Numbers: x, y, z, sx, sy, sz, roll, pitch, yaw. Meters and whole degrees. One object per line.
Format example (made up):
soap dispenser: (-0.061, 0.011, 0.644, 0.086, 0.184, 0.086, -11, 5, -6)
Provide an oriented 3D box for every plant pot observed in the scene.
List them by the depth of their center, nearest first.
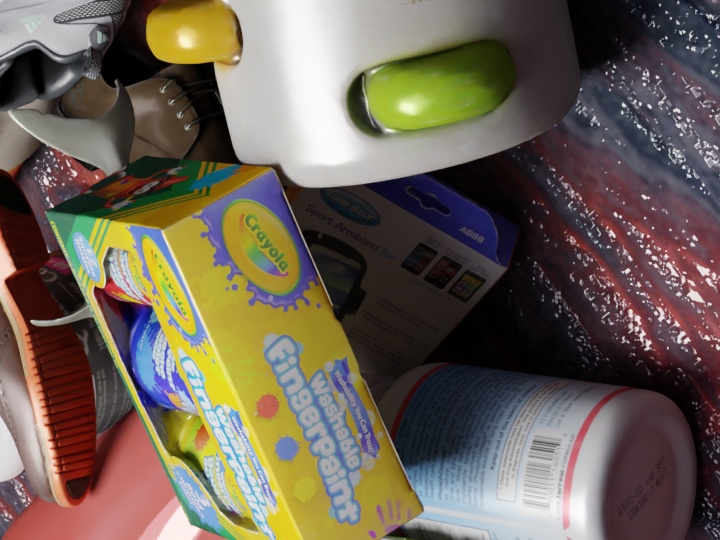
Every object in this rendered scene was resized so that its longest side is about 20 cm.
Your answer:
plant pot: (-0.095, 0.160, 1.698, 0.200, 0.200, 0.177, 48, 125, 16)

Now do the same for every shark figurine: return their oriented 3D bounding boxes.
shark figurine: (-0.149, -0.004, 1.599, 0.214, 0.089, 0.128, 94, 153, -63)

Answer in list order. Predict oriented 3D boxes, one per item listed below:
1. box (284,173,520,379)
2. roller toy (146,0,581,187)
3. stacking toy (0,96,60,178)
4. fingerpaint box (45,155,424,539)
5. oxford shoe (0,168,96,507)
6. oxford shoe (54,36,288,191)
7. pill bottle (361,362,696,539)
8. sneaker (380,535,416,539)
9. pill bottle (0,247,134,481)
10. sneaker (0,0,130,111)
box: (0.000, 0.000, 1.590, 0.119, 0.041, 0.200, 30, 133, -10)
roller toy: (0.011, -0.131, 1.448, 0.200, 0.182, 0.140, -2, 107, 35)
stacking toy: (-0.267, -0.068, 1.815, 0.146, 0.146, 0.200, 44, 152, 20)
fingerpaint box: (-0.069, 0.046, 1.483, 0.167, 0.073, 0.200, 10, 127, 62)
oxford shoe: (-0.208, 0.046, 1.648, 0.073, 0.071, 0.200, -19, 84, 18)
oxford shoe: (-0.103, -0.077, 1.668, 0.200, 0.073, 0.084, 33, 122, 27)
pill bottle: (0.073, 0.108, 1.546, 0.200, 0.109, 0.109, 7, 114, 37)
sneaker: (0.003, 0.181, 1.527, 0.200, 0.078, 0.080, 8, 71, 35)
pill bottle: (-0.211, 0.062, 1.742, 0.116, 0.200, 0.116, 20, 123, 36)
sneaker: (-0.222, -0.148, 1.699, 0.200, 0.078, 0.140, 5, 75, 44)
